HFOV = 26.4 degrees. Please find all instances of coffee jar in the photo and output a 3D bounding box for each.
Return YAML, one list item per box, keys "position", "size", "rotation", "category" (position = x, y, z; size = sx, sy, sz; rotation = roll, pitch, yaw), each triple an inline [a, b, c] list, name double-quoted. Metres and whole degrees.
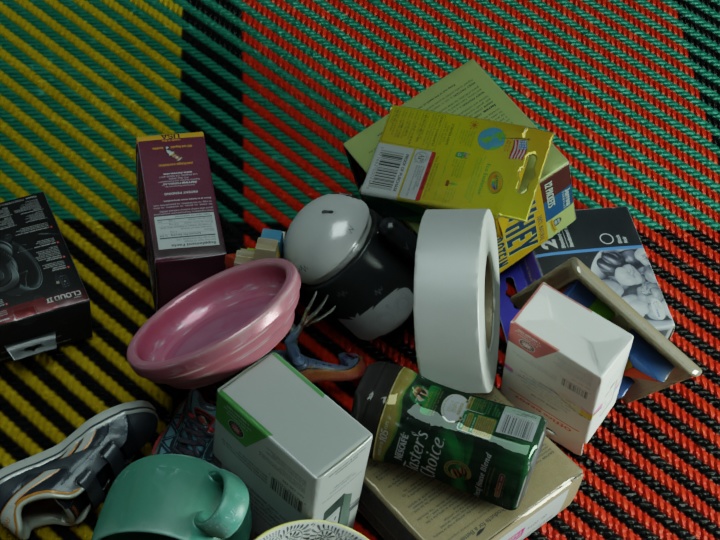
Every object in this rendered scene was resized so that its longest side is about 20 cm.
- position: [0.086, 0.169, 1.594]
  size: [0.200, 0.104, 0.085]
  rotation: [19, 48, 11]
  category: "coffee jar"

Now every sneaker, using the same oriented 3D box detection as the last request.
- position: [-0.174, 0.162, 1.644]
  size: [0.079, 0.096, 0.200]
  rotation: [22, 77, 5]
  category: "sneaker"
- position: [-0.293, 0.217, 1.626]
  size: [0.200, 0.078, 0.079]
  rotation: [-30, 54, -14]
  category: "sneaker"

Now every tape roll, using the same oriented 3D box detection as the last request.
- position: [0.107, 0.034, 1.665]
  size: [0.071, 0.203, 0.203]
  rotation: [-1, 49, 11]
  category: "tape roll"

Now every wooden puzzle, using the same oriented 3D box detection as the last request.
- position: [0.261, 0.079, 1.701]
  size: [0.185, 0.200, 0.046]
  rotation: [41, 71, -3]
  category: "wooden puzzle"

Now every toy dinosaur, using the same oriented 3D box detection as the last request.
- position: [-0.092, 0.115, 1.758]
  size: [0.181, 0.105, 0.200]
  rotation: [24, 86, 0]
  category: "toy dinosaur"

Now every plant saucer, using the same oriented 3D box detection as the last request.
- position: [-0.147, 0.061, 1.607]
  size: [0.200, 0.051, 0.201]
  rotation: [-24, 20, 9]
  category: "plant saucer"

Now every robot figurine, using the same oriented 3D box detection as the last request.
- position: [0.001, -0.002, 1.776]
  size: [0.150, 0.200, 0.125]
  rotation: [-45, 26, 5]
  category: "robot figurine"

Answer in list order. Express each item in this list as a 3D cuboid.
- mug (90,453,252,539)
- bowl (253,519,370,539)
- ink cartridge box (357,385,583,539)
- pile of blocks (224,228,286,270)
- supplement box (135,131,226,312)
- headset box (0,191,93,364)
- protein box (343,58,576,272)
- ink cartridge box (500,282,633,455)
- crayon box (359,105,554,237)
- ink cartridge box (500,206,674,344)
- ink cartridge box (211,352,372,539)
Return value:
- position: [-0.172, 0.255, 1.548]
  size: [0.185, 0.152, 0.115]
  rotation: [-6, 45, 21]
  category: "mug"
- position: [-0.057, 0.353, 1.511]
  size: [0.200, 0.094, 0.201]
  rotation: [9, 66, -20]
  category: "bowl"
- position: [0.111, 0.231, 1.660]
  size: [0.200, 0.075, 0.165]
  rotation: [-30, 61, -28]
  category: "ink cartridge box"
- position: [-0.122, -0.012, 1.769]
  size: [0.062, 0.200, 0.082]
  rotation: [8, 76, 0]
  category: "pile of blocks"
- position: [-0.216, -0.056, 1.837]
  size: [0.086, 0.110, 0.200]
  rotation: [-6, 52, -11]
  category: "supplement box"
- position: [-0.405, 0.018, 1.776]
  size: [0.149, 0.077, 0.200]
  rotation: [-17, 55, -19]
  category: "headset box"
- position: [0.123, -0.107, 1.869]
  size: [0.198, 0.135, 0.200]
  rotation: [-34, 60, -8]
  category: "protein box"
- position: [0.222, 0.113, 1.685]
  size: [0.116, 0.200, 0.068]
  rotation: [32, 64, 18]
  category: "ink cartridge box"
- position: [0.114, -0.112, 1.765]
  size: [0.200, 0.051, 0.127]
  rotation: [12, 65, 19]
  category: "crayon box"
- position: [0.259, 0.011, 1.881]
  size: [0.200, 0.043, 0.198]
  rotation: [-7, 52, -10]
  category: "ink cartridge box"
- position: [-0.077, 0.205, 1.581]
  size: [0.146, 0.200, 0.084]
  rotation: [38, 54, 23]
  category: "ink cartridge box"
